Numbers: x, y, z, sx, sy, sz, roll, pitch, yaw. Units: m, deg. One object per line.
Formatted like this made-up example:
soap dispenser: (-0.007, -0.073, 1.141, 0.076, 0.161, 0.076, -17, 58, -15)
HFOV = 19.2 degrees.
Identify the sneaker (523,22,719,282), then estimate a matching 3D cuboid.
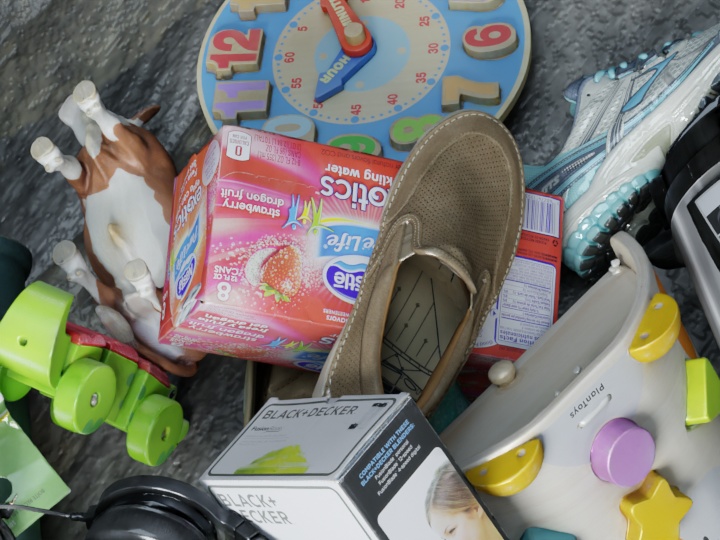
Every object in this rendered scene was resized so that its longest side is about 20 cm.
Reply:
sneaker: (0.160, -0.095, 1.186, 0.086, 0.078, 0.200, 39, 85, 27)

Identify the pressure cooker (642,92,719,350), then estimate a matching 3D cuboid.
pressure cooker: (0.247, -0.022, 1.086, 0.175, 0.179, 0.201, -11, 66, -16)

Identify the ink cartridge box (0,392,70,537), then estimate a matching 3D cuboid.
ink cartridge box: (-0.247, 0.065, 1.069, 0.104, 0.059, 0.200, -39, 89, -12)

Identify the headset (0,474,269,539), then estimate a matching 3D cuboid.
headset: (-0.118, 0.155, 1.002, 0.199, 0.094, 0.123, 30, 53, 29)

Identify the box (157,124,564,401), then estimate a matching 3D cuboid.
box: (0.000, 0.000, 1.137, 0.199, 0.095, 0.100, 11, 71, -18)

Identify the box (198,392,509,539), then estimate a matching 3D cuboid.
box: (0.024, 0.153, 1.013, 0.116, 0.201, 0.060, -5, 34, 52)

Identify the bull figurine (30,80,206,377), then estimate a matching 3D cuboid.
bull figurine: (-0.135, -0.036, 1.217, 0.065, 0.121, 0.201, -29, 64, 11)

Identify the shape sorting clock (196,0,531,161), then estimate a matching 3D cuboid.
shape sorting clock: (0.001, -0.127, 1.241, 0.199, 0.039, 0.201, -8, 54, 11)

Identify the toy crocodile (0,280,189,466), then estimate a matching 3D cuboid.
toy crocodile: (-0.144, 0.058, 1.148, 0.067, 0.200, 0.062, 20, 81, 25)

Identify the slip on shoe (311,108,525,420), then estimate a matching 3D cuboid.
slip on shoe: (0.037, 0.001, 1.062, 0.076, 0.061, 0.201, 34, 64, -10)

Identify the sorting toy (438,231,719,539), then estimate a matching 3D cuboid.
sorting toy: (0.132, 0.116, 1.076, 0.200, 0.180, 0.107, -43, 24, -16)

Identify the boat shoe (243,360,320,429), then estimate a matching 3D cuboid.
boat shoe: (-0.026, 0.028, 1.200, 0.073, 0.063, 0.201, 1, 71, 16)

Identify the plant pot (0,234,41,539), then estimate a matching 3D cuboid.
plant pot: (-0.264, 0.103, 1.180, 0.199, 0.200, 0.197, -15, 75, 10)

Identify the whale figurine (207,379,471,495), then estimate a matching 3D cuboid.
whale figurine: (-0.005, 0.143, 1.107, 0.200, 0.104, 0.159, -41, 107, 6)
